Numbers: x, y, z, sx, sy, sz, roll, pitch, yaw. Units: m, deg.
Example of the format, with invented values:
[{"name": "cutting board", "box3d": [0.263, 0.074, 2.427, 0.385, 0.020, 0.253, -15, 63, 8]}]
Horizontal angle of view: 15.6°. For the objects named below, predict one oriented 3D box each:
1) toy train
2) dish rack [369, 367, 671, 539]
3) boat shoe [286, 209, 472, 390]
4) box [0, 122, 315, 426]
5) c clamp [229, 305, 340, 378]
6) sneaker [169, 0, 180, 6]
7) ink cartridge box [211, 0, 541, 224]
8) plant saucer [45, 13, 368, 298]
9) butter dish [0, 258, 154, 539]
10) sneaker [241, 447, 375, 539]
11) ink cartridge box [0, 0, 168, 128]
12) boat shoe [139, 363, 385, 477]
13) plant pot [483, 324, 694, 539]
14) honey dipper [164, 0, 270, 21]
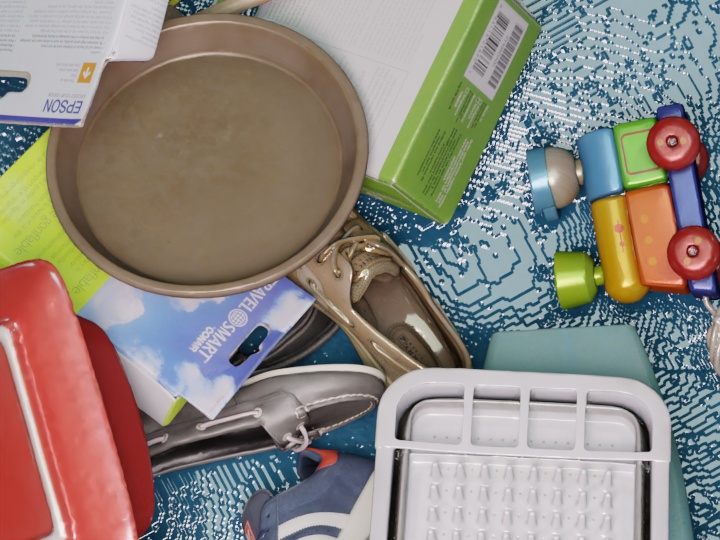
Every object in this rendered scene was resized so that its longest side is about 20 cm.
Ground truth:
[{"name": "toy train", "box3d": [0.174, 0.004, 1.664, 0.115, 0.085, 0.201, -11, 81, 11]}, {"name": "dish rack", "box3d": [0.090, 0.154, 1.506, 0.171, 0.044, 0.201, 3, 57, 3]}, {"name": "boat shoe", "box3d": [0.000, 0.000, 1.665, 0.071, 0.065, 0.200, -41, 87, -25]}, {"name": "box", "box3d": [-0.143, 0.003, 1.633, 0.200, 0.048, 0.122, 38, 56, 4]}, {"name": "c clamp", "box3d": [-0.112, -0.003, 1.692, 0.200, 0.027, 0.171, 43, 71, 5]}, {"name": "sneaker", "box3d": [-0.105, -0.253, 1.708, 0.066, 0.078, 0.200, 33, 82, 15]}, {"name": "ink cartridge box", "box3d": [-0.006, -0.135, 1.696, 0.199, 0.076, 0.148, 22, 82, 36]}, {"name": "plant saucer", "box3d": [-0.093, -0.068, 1.614, 0.199, 0.030, 0.201, -2, 63, 3]}, {"name": "butter dish", "box3d": [-0.195, 0.111, 1.556, 0.199, 0.148, 0.200, -23, 79, 30]}, {"name": "sneaker", "box3d": [-0.045, 0.184, 1.615, 0.084, 0.075, 0.200, 20, 41, 13]}, {"name": "ink cartridge box", "box3d": [-0.192, -0.182, 1.661, 0.199, 0.041, 0.201, 8, 79, 47]}, {"name": "boat shoe", "box3d": [-0.080, 0.102, 1.659, 0.199, 0.067, 0.057, -8, 66, 8]}, {"name": "plant pot", "box3d": [0.131, 0.141, 1.615, 0.141, 0.141, 0.201, -3, 74, 2]}, {"name": "honey dipper", "box3d": [-0.069, -0.176, 1.685, 0.199, 0.038, 0.038, -23, 81, 18]}]
